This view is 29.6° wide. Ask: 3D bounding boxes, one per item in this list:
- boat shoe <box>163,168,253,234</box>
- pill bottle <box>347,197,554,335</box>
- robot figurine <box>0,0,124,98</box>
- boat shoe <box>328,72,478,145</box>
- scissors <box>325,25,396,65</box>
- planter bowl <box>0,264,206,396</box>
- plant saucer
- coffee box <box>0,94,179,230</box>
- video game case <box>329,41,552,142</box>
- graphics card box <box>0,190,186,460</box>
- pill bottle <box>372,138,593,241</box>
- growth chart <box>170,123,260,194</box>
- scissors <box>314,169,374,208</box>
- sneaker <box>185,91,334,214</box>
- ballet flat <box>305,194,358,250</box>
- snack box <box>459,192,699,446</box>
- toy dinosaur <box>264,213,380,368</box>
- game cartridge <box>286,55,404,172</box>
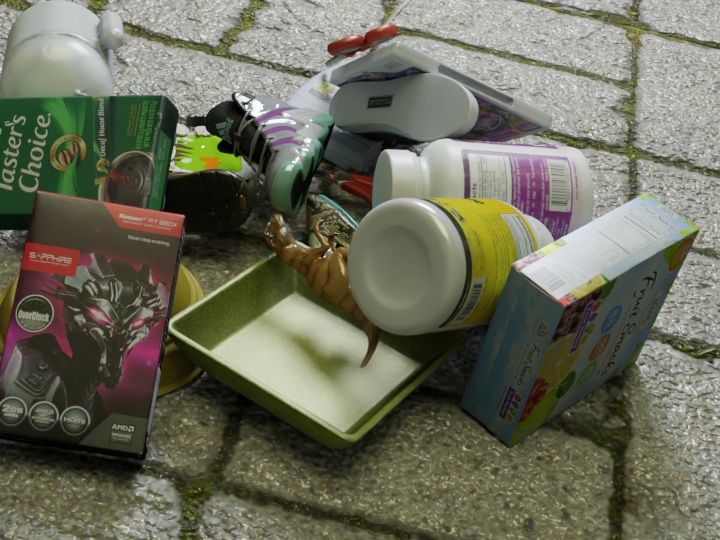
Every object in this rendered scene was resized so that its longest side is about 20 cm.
[{"bbox_3d":[-0.200,-0.063,1.312,0.198,0.076,0.074,3,5,1],"label":"boat shoe"},{"bbox_3d":[0.087,-0.006,1.178,0.112,0.113,0.199,37,22,29],"label":"pill bottle"},{"bbox_3d":[-0.311,-0.206,1.405,0.113,0.169,0.200,45,16,-29],"label":"robot figurine"},{"bbox_3d":[0.052,-0.161,1.391,0.199,0.069,0.056,11,-9,46],"label":"boat shoe"},{"bbox_3d":[-0.002,-0.237,1.457,0.073,0.014,0.200,-19,3,-2],"label":"scissors"},{"bbox_3d":[-0.218,0.016,1.185,0.199,0.084,0.201,8,37,-6],"label":"planter bowl"},{"bbox_3d":[-0.039,0.071,1.186,0.199,0.048,0.199,28,36,21],"label":"plant saucer"},{"bbox_3d":[-0.273,-0.099,1.257,0.198,0.044,0.124,2,71,16],"label":"coffee box"},{"bbox_3d":[0.084,-0.182,1.442,0.199,0.143,0.018,21,76,-26],"label":"video game case"},{"bbox_3d":[-0.216,0.044,1.090,0.124,0.051,0.202,10,76,-5],"label":"graphics card box"},{"bbox_3d":[0.116,-0.070,1.321,0.198,0.113,0.113,3,38,-12],"label":"pill bottle"},{"bbox_3d":[-0.198,-0.117,1.415,0.198,0.018,0.145,-2,39,-20],"label":"growth chart"},{"bbox_3d":[-0.016,-0.095,1.412,0.199,0.014,0.073,24,40,24],"label":"scissors"},{"bbox_3d":[-0.108,-0.124,1.335,0.139,0.078,0.200,20,19,-1],"label":"sneaker"},{"bbox_3d":[0.000,0.000,1.290,0.200,0.068,0.075,37,66,26],"label":"ballet flat"},{"bbox_3d":[0.193,0.041,1.197,0.068,0.169,0.199,39,45,26],"label":"snack box"},{"bbox_3d":[-0.009,0.014,1.204,0.106,0.061,0.200,-34,50,-16],"label":"toy dinosaur"},{"bbox_3d":[0.003,-0.184,1.542,0.133,0.041,0.200,26,39,23],"label":"game cartridge"}]
